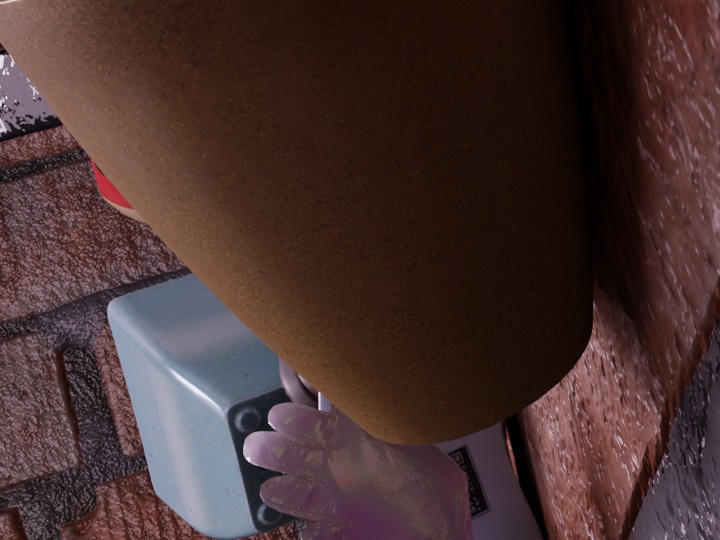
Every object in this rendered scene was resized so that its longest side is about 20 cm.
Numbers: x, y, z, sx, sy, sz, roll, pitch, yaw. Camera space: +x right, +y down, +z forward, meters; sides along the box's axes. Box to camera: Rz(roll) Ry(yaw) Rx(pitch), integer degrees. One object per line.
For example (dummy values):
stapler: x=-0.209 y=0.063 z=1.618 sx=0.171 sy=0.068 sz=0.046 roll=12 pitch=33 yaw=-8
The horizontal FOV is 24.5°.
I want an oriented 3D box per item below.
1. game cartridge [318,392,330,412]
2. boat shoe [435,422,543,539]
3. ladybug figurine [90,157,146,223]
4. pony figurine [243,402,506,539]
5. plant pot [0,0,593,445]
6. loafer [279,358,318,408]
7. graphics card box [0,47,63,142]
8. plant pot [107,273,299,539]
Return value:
game cartridge: x=0.012 y=0.122 z=1.016 sx=0.200 sy=0.041 sz=0.135 roll=51 pitch=-140 yaw=-71
boat shoe: x=0.039 y=0.078 z=0.822 sx=0.064 sy=0.070 sz=0.202 roll=-141 pitch=35 yaw=-76
ladybug figurine: x=-0.151 y=-0.113 z=1.096 sx=0.136 sy=0.071 sz=0.201 roll=-115 pitch=14 yaw=-51
pony figurine: x=0.031 y=0.166 z=0.692 sx=0.200 sy=0.191 sz=0.168 roll=-120 pitch=50 yaw=-67
plant pot: x=-0.002 y=-0.048 z=0.554 sx=0.201 sy=0.185 sz=0.187 roll=64 pitch=178 yaw=-22
loafer: x=-0.022 y=0.022 z=1.276 sx=0.073 sy=0.071 sz=0.201 roll=34 pitch=-147 yaw=-38
graphics card box: x=-0.103 y=-0.125 z=0.886 sx=0.125 sy=0.199 sz=0.051 roll=-38 pitch=-66 yaw=-49
plant pot: x=-0.076 y=0.114 z=1.383 sx=0.200 sy=0.194 sz=0.198 roll=-144 pitch=39 yaw=-62
